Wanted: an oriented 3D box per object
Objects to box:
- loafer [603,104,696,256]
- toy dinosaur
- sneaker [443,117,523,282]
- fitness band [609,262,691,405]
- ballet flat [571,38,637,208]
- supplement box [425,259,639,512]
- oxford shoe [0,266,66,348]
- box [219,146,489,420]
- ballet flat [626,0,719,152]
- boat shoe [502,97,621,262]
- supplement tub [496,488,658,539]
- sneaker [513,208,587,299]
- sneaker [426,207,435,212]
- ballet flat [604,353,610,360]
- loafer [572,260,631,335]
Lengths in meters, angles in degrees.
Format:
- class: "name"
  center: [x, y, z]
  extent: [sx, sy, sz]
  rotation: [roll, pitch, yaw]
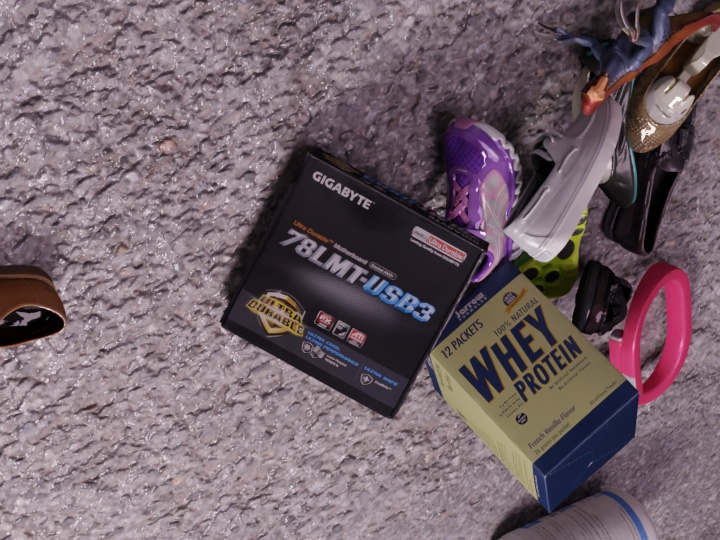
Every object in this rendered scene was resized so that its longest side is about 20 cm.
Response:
- class: "loafer"
  center: [0.346, -0.110, 1.737]
  extent: [0.072, 0.063, 0.200]
  rotation: [1, 119, -38]
- class: "toy dinosaur"
  center: [0.285, -0.225, 1.536]
  extent: [0.200, 0.105, 0.182]
  rotation: [24, 76, -18]
- class: "sneaker"
  center: [0.117, -0.065, 1.569]
  extent: [0.088, 0.080, 0.200]
  rotation: [-46, 141, -31]
- class: "fitness band"
  center: [0.362, 0.082, 1.882]
  extent: [0.144, 0.037, 0.200]
  rotation: [-44, 140, -32]
- class: "ballet flat"
  center: [0.259, -0.155, 1.645]
  extent: [0.068, 0.068, 0.200]
  rotation: [-15, 118, -16]
- class: "supplement box"
  center: [0.184, 0.129, 1.647]
  extent: [0.134, 0.200, 0.200]
  rotation: [-40, 160, -7]
- class: "oxford shoe"
  center: [-0.350, 0.040, 1.313]
  extent: [0.200, 0.071, 0.071]
  rotation: [-8, 126, -31]
- class: "box"
  center: [-0.007, 0.013, 1.480]
  extent: [0.199, 0.200, 0.050]
  rotation: [-61, 177, 17]
- class: "ballet flat"
  center: [0.356, -0.217, 1.660]
  extent: [0.070, 0.065, 0.200]
  rotation: [34, 92, -3]
- class: "boat shoe"
  center: [0.203, -0.105, 1.548]
  extent: [0.068, 0.072, 0.200]
  rotation: [32, 73, -13]
- class: "supplement tub"
  center: [0.280, 0.378, 1.989]
  extent: [0.200, 0.132, 0.132]
  rotation: [-18, 129, -27]
- class: "sneaker"
  center: [0.212, -0.040, 1.673]
  extent: [0.074, 0.084, 0.200]
  rotation: [12, 140, -2]
- class: "sneaker"
  center: [0.000, 0.000, 1.563]
  extent: [0.200, 0.113, 0.071]
  rotation: [-20, 141, 15]
- class: "ballet flat"
  center: [0.260, 0.178, 1.877]
  extent: [0.200, 0.069, 0.070]
  rotation: [-33, 135, -14]
- class: "loafer"
  center: [0.276, 0.031, 1.694]
  extent: [0.200, 0.063, 0.072]
  rotation: [-50, 158, -76]
